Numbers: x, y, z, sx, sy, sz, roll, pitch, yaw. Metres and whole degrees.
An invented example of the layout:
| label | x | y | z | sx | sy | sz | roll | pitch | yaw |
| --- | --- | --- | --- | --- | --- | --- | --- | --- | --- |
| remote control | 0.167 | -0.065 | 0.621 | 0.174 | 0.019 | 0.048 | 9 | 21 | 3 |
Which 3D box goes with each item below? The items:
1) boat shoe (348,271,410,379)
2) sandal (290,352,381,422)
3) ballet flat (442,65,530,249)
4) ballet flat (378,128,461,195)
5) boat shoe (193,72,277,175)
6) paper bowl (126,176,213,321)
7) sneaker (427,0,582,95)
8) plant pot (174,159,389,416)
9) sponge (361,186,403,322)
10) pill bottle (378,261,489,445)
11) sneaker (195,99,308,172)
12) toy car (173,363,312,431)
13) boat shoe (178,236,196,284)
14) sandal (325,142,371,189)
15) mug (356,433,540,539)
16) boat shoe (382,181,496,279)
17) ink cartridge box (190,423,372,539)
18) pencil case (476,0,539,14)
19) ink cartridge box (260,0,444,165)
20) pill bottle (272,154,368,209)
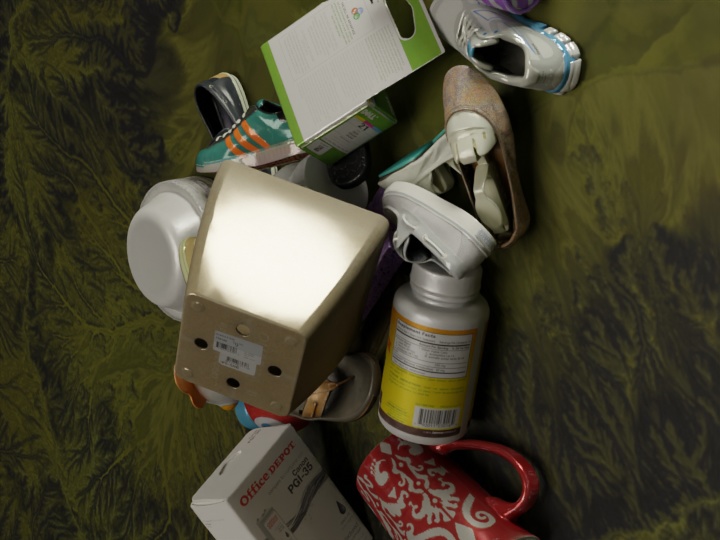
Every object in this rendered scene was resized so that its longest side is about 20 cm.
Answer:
| label | x | y | z | sx | sy | sz | roll | pitch | yaw |
| --- | --- | --- | --- | --- | --- | --- | --- | --- | --- |
| boat shoe | 0.032 | 0.091 | 1.487 | 0.072 | 0.065 | 0.202 | -106 | 34 | -52 |
| sandal | -0.059 | 0.138 | 1.481 | 0.199 | 0.054 | 0.083 | -2 | 88 | 39 |
| ballet flat | 0.128 | -0.111 | 1.284 | 0.068 | 0.067 | 0.201 | -10 | 115 | 32 |
| ballet flat | 0.093 | -0.121 | 1.377 | 0.200 | 0.069 | 0.070 | -34 | 74 | 46 |
| boat shoe | -0.167 | -0.167 | 1.652 | 0.074 | 0.062 | 0.202 | -31 | 77 | 46 |
| paper bowl | -0.253 | -0.027 | 1.753 | 0.200 | 0.104 | 0.203 | 16 | 112 | 44 |
| sneaker | 0.130 | -0.239 | 1.282 | 0.200 | 0.086 | 0.076 | 35 | 126 | 39 |
| plant pot | -0.103 | 0.036 | 1.361 | 0.198 | 0.178 | 0.201 | 20 | 134 | 4 |
| sponge | 0.000 | 0.000 | 1.491 | 0.112 | 0.030 | 0.201 | -94 | 27 | -43 |
| pill bottle | 0.083 | 0.085 | 1.396 | 0.109 | 0.109 | 0.202 | 28 | 119 | 41 |
| sneaker | -0.128 | -0.169 | 1.563 | 0.199 | 0.071 | 0.081 | -9 | 89 | 33 |
| toy car | -0.157 | 0.138 | 1.613 | 0.184 | 0.199 | 0.179 | -19 | 86 | 49 |
| boat shoe | -0.157 | 0.040 | 1.527 | 0.063 | 0.073 | 0.202 | -33 | 72 | 22 |
| sandal | -0.021 | -0.187 | 1.483 | 0.075 | 0.045 | 0.202 | -20 | 69 | 29 |
| mug | 0.110 | 0.271 | 1.430 | 0.200 | 0.177 | 0.134 | 45 | 169 | 37 |
| boat shoe | 0.069 | -0.038 | 1.337 | 0.072 | 0.069 | 0.200 | 48 | 171 | -37 |
| ink cartridge box | -0.098 | 0.317 | 1.577 | 0.082 | 0.147 | 0.201 | -16 | 115 | 47 |
| pencil case | 0.105 | -0.330 | 1.286 | 0.199 | 0.084 | 0.086 | 30 | 165 | 37 |
| ink cartridge box | 0.003 | -0.236 | 1.409 | 0.199 | 0.076 | 0.149 | -30 | 64 | 20 |
| pill bottle | -0.083 | -0.063 | 1.543 | 0.200 | 0.115 | 0.117 | -36 | 73 | 46 |
